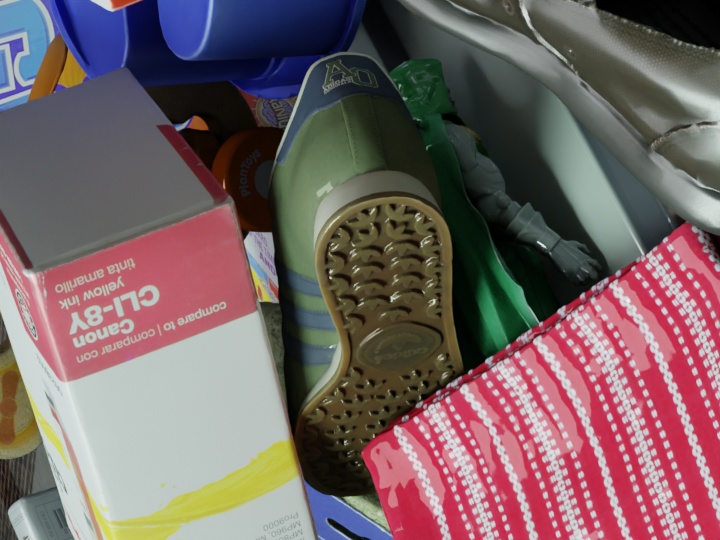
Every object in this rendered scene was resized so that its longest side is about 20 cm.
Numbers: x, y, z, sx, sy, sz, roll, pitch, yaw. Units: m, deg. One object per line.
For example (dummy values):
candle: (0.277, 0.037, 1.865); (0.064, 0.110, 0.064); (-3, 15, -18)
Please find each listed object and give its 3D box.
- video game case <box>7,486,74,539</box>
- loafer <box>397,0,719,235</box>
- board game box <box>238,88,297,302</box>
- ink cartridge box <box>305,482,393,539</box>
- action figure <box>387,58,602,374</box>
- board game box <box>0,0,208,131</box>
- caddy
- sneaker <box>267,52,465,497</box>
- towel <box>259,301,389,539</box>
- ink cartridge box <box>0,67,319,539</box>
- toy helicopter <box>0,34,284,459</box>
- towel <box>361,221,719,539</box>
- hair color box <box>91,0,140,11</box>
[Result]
video game case: (-0.077, 0.186, 1.210); (0.022, 0.199, 0.183); (-40, 71, 45)
loafer: (0.068, -0.096, 0.642); (0.200, 0.073, 0.072); (40, 144, 22)
board game box: (-0.016, 0.022, 1.081); (0.153, 0.040, 0.201); (55, 158, 35)
ink cartridge box: (-0.013, 0.170, 1.049); (0.199, 0.041, 0.200); (32, 154, 8)
action figure: (0.056, 0.010, 0.835); (0.201, 0.054, 0.118); (66, 164, 7)
board game box: (-0.176, -0.131, 1.107); (0.200, 0.199, 0.201); (50, 155, 44)
caddy: (-0.064, -0.167, 0.903); (0.141, 0.104, 0.202); (-9, 96, 51)
sneaker: (0.000, 0.000, 0.829); (0.201, 0.067, 0.090); (93, 167, -55)
towel: (-0.007, 0.095, 1.026); (0.148, 0.036, 0.201); (5, 130, 46)
ink cartridge box: (-0.087, 0.044, 0.864); (0.145, 0.083, 0.201); (-134, 26, -57)
toy helicopter: (-0.122, -0.011, 0.956); (0.132, 0.201, 0.079); (39, 165, -25)
towel: (0.079, 0.085, 0.746); (0.200, 0.022, 0.146); (-38, 63, 46)
hair color box: (-0.107, -0.167, 0.726); (0.200, 0.064, 0.112); (33, 142, 55)
